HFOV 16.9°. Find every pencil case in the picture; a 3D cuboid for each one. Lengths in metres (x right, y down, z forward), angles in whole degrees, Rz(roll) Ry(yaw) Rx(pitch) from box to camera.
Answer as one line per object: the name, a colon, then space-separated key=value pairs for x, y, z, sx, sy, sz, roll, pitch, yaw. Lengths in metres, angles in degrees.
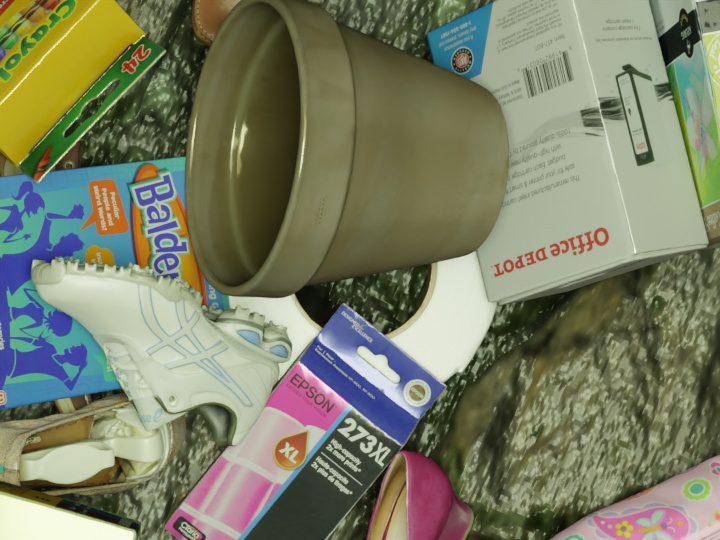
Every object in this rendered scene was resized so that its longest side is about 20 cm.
pencil case: x=0.209 y=0.194 z=1.680 sx=0.199 sy=0.087 sz=0.088 roll=-24 pitch=87 yaw=-4

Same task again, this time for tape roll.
tape roll: x=0.000 y=0.000 z=1.707 sx=0.202 sy=0.037 sz=0.204 roll=0 pitch=85 yaw=-3

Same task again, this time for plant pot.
plant pot: x=-0.002 y=-0.075 z=1.607 sx=0.173 sy=0.200 sz=0.201 roll=5 pitch=85 yaw=-24

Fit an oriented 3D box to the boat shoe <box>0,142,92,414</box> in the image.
boat shoe: x=-0.200 y=0.007 z=1.679 sx=0.072 sy=0.072 sz=0.201 roll=-11 pitch=82 yaw=-6

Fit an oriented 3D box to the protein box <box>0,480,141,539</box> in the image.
protein box: x=-0.255 y=0.221 z=1.457 sx=0.199 sy=0.135 sz=0.200 roll=16 pitch=85 yaw=-3

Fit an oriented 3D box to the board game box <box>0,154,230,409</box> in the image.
board game box: x=-0.184 y=0.007 z=1.632 sx=0.199 sy=0.045 sz=0.153 roll=-9 pitch=90 yaw=-38

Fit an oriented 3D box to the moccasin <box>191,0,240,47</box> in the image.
moccasin: x=-0.054 y=-0.244 z=1.702 sx=0.074 sy=0.078 sz=0.202 roll=36 pitch=84 yaw=0

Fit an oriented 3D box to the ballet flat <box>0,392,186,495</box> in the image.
ballet flat: x=-0.175 y=0.122 z=1.618 sx=0.199 sy=0.067 sz=0.068 roll=-13 pitch=99 yaw=-46

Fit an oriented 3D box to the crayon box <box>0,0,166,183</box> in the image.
crayon box: x=-0.229 y=-0.152 z=1.633 sx=0.127 sy=0.200 sz=0.051 roll=-47 pitch=132 yaw=-6

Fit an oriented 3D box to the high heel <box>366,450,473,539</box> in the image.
high heel: x=0.009 y=0.222 z=1.647 sx=0.067 sy=0.096 sz=0.201 roll=21 pitch=74 yaw=41

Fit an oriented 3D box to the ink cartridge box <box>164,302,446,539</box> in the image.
ink cartridge box: x=-0.038 y=0.129 z=1.670 sx=0.095 sy=0.037 sz=0.200 roll=39 pitch=97 yaw=-2

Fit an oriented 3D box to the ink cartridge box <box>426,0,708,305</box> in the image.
ink cartridge box: x=0.140 y=-0.091 z=1.657 sx=0.084 sy=0.146 sz=0.201 roll=-8 pitch=82 yaw=-42

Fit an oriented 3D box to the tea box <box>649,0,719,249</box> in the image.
tea box: x=0.277 y=-0.125 z=1.651 sx=0.133 sy=0.200 sz=0.198 roll=-11 pitch=86 yaw=-5

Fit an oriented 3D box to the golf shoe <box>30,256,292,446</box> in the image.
golf shoe: x=-0.135 y=0.054 z=1.591 sx=0.199 sy=0.078 sz=0.098 roll=24 pitch=77 yaw=-32
